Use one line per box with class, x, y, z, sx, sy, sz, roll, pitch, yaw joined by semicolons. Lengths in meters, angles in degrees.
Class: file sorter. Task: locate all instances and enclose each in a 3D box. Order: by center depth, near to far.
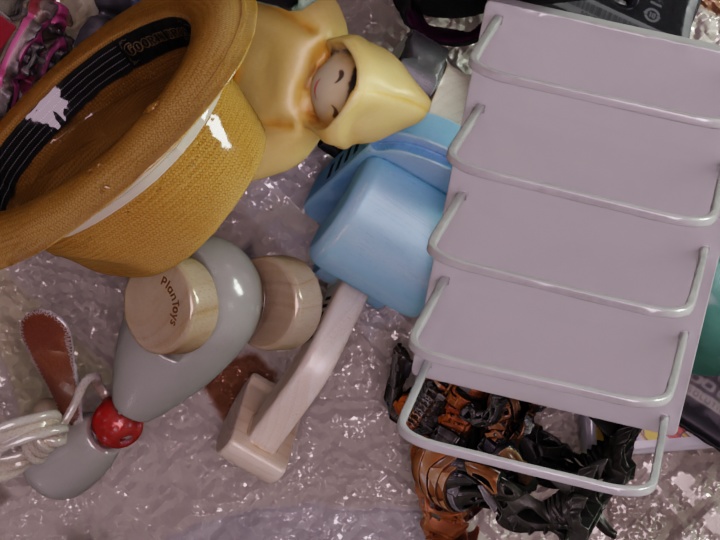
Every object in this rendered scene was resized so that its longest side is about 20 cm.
file sorter;0.101;-0.009;1.276;0.139;0.125;0.200;13;110;6

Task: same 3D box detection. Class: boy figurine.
boy figurine;-0.054;-0.099;1.358;0.064;0.200;0.124;17;95;-53

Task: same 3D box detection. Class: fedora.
fedora;-0.110;-0.053;1.295;0.201;0.201;0.082;-45;115;-2

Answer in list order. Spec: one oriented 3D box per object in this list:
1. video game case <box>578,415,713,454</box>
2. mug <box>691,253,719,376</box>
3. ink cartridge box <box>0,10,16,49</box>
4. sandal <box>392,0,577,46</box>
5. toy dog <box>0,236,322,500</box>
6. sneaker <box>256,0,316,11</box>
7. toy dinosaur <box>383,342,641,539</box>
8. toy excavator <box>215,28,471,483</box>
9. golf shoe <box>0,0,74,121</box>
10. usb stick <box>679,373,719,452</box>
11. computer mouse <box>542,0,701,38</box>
video game case;0.207;-0.002;1.481;0.182;0.023;0.200;-4;96;-8
mug;0.209;-0.038;1.396;0.152;0.114;0.185;25;78;-11
ink cartridge box;-0.295;-0.091;1.338;0.146;0.083;0.200;35;89;24
sandal;0.052;-0.146;1.355;0.075;0.200;0.048;34;77;-21
toy dog;-0.119;0.031;1.380;0.200;0.132;0.096;-31;65;15
sneaker;-0.063;-0.207;1.346;0.118;0.074;0.200;-39;56;-19
toy dinosaur;0.076;0.098;1.440;0.136;0.102;0.200;14;138;18
toy excavator;0.000;0.000;1.403;0.100;0.194;0.200;32;62;-10
golf shoe;-0.228;-0.063;1.396;0.092;0.073;0.200;25;89;14
usb stick;0.172;0.051;1.454;0.200;0.033;0.055;33;83;-10
computer mouse;0.143;-0.142;1.417;0.138;0.053;0.200;29;57;0
